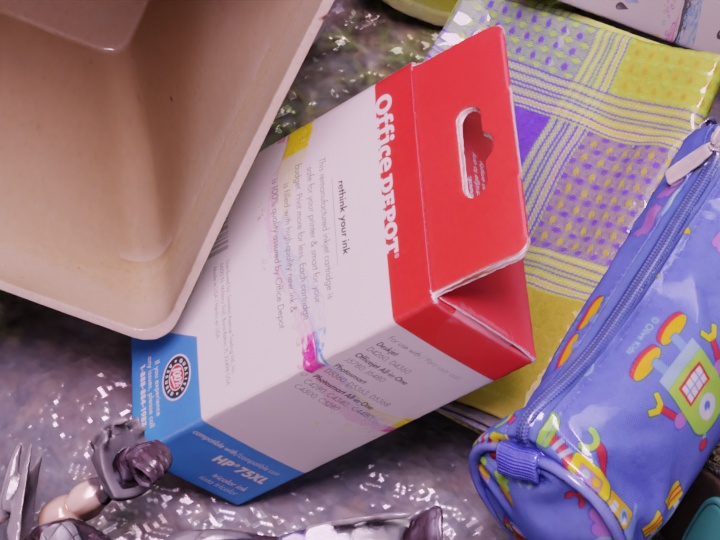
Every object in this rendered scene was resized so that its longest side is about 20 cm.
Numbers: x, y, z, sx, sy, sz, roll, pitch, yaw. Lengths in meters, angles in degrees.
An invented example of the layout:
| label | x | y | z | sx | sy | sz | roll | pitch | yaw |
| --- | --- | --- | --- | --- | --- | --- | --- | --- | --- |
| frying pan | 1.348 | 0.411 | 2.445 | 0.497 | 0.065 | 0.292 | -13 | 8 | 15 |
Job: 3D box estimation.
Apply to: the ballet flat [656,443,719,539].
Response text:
| label | x | y | z | sx | sy | sz | roll | pitch | yaw |
| --- | --- | --- | --- | --- | --- | --- | --- | --- | --- |
| ballet flat | 0.149 | 0.095 | 0.960 | 0.075 | 0.068 | 0.200 | -15 | 55 | -29 |

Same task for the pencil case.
| label | x | y | z | sx | sy | sz | roll | pitch | yaw |
| --- | --- | --- | --- | --- | --- | --- | --- | --- | --- |
| pencil case | 0.121 | 0.025 | 0.913 | 0.078 | 0.087 | 0.200 | 9 | 54 | 48 |

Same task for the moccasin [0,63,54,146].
| label | x | y | z | sx | sy | sz | roll | pitch | yaw |
| --- | --- | --- | --- | --- | --- | --- | --- | --- | --- |
| moccasin | -0.206 | -0.065 | 1.014 | 0.201 | 0.078 | 0.074 | 29 | 40 | -2 |

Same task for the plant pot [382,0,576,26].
| label | x | y | z | sx | sy | sz | roll | pitch | yaw |
| --- | --- | --- | --- | --- | --- | --- | --- | --- | --- |
| plant pot | 0.052 | -0.253 | 1.123 | 0.199 | 0.201 | 0.185 | -10 | 46 | -14 |

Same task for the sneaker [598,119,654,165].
| label | x | y | z | sx | sy | sz | roll | pitch | yaw |
| --- | --- | --- | --- | --- | --- | --- | --- | --- | --- |
| sneaker | 0.200 | -0.017 | 1.022 | 0.199 | 0.087 | 0.074 | 12 | 82 | 12 |

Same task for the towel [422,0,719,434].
| label | x | y | z | sx | sy | sz | roll | pitch | yaw |
| --- | --- | --- | --- | --- | --- | --- | --- | --- | --- |
| towel | 0.058 | -0.028 | 0.997 | 0.143 | 0.023 | 0.201 | 23 | 74 | 32 |

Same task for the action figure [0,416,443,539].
| label | x | y | z | sx | sy | sz | roll | pitch | yaw |
| --- | --- | --- | --- | --- | --- | --- | --- | --- | --- |
| action figure | -0.069 | 0.123 | 0.894 | 0.199 | 0.069 | 0.131 | 2 | 85 | -4 |

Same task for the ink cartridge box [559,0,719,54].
| label | x | y | z | sx | sy | sz | roll | pitch | yaw |
| --- | --- | --- | --- | --- | --- | --- | --- | --- | --- |
| ink cartridge box | 0.163 | -0.165 | 1.057 | 0.199 | 0.117 | 0.068 | 15 | 26 | -32 |

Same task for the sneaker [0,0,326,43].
| label | x | y | z | sx | sy | sz | roll | pitch | yaw |
| --- | --- | --- | --- | --- | --- | --- | --- | --- | --- |
| sneaker | -0.115 | -0.155 | 1.084 | 0.199 | 0.075 | 0.105 | 1 | 60 | -2 |

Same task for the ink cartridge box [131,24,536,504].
| label | x | y | z | sx | sy | sz | roll | pitch | yaw |
| --- | --- | --- | --- | --- | --- | --- | --- | --- | --- |
| ink cartridge box | 0.000 | 0.000 | 0.926 | 0.067 | 0.199 | 0.117 | 32 | 42 | -41 |

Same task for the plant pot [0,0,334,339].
| label | x | y | z | sx | sy | sz | roll | pitch | yaw |
| --- | --- | --- | --- | --- | --- | --- | --- | --- | --- |
| plant pot | -0.132 | -0.127 | 0.924 | 0.199 | 0.201 | 0.177 | 20 | 28 | -16 |
